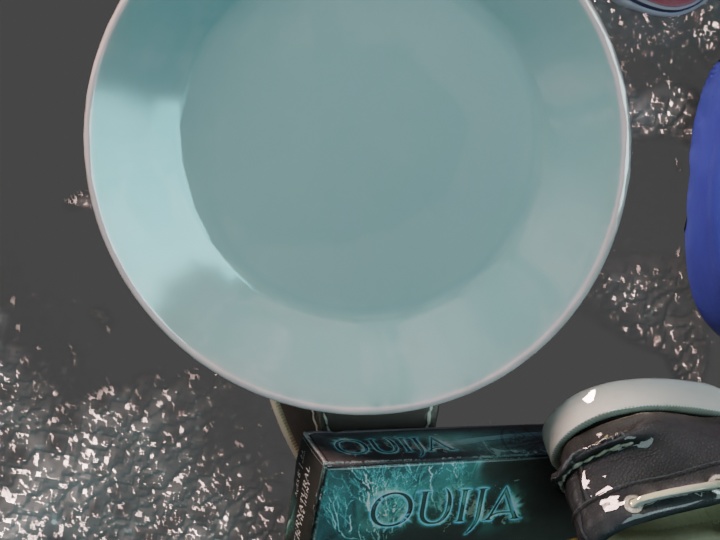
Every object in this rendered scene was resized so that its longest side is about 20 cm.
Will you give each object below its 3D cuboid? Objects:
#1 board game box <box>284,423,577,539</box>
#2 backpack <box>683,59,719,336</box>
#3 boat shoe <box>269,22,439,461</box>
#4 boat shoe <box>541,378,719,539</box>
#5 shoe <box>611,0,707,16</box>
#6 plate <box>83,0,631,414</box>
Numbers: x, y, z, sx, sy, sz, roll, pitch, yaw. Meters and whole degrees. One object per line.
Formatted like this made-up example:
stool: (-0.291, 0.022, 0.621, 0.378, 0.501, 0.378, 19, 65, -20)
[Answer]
board game box: (0.063, 0.124, 1.100, 0.200, 0.028, 0.136, 0, 115, -23)
backpack: (0.237, -0.034, 1.089, 0.200, 0.168, 0.163, 3, 92, -13)
boat shoe: (0.000, 0.000, 1.065, 0.072, 0.061, 0.202, -8, 101, -18)
boat shoe: (0.166, 0.082, 1.055, 0.200, 0.076, 0.060, -1, 56, -16)
shoe: (0.089, -0.179, 1.052, 0.071, 0.091, 0.200, -37, 108, -10)
plate: (-0.001, -0.047, 1.014, 0.200, 0.026, 0.201, 1, 102, 6)
